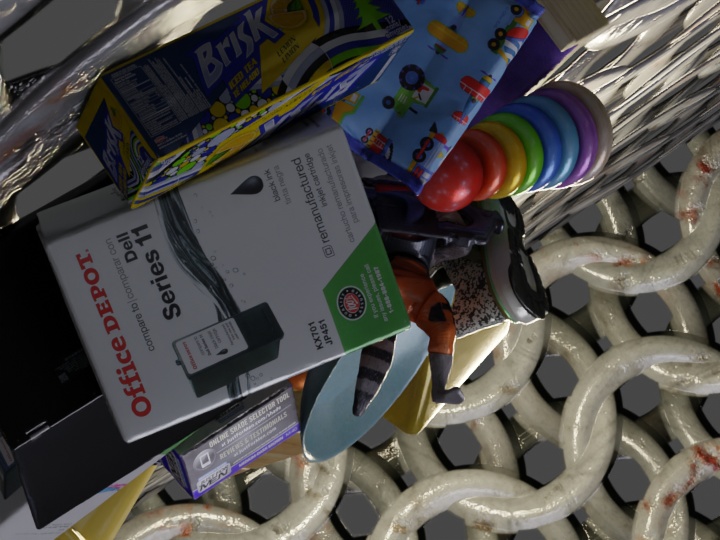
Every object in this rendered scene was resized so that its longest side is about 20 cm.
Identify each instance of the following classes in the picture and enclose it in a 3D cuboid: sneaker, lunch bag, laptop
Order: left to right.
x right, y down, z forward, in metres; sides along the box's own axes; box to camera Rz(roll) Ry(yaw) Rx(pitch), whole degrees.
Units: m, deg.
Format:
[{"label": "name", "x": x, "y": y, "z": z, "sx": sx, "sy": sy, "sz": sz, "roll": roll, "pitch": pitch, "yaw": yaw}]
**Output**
[{"label": "laptop", "x": -0.184, "y": 0.050, "z": 1.203, "sx": 0.187, "sy": 0.200, "sz": 0.116, "roll": -32, "pitch": -172, "yaw": -20}, {"label": "lunch bag", "x": 0.044, "y": -0.144, "z": 1.236, "sx": 0.151, "sy": 0.094, "sz": 0.200, "roll": -56, "pitch": -178, "yaw": 5}, {"label": "sneaker", "x": 0.083, "y": -0.023, "z": 1.382, "sx": 0.088, "sy": 0.077, "sz": 0.200, "roll": -27, "pitch": -143, "yaw": 14}]

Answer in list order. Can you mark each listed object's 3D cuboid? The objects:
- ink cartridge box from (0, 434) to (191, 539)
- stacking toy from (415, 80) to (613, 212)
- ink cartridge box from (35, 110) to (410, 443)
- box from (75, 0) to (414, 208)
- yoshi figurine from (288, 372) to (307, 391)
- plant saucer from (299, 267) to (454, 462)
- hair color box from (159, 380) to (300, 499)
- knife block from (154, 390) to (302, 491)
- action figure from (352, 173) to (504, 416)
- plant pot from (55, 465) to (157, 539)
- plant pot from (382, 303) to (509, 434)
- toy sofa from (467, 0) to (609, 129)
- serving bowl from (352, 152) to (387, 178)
[{"label": "ink cartridge box", "x": -0.235, "y": 0.107, "z": 1.354, "sx": 0.200, "sy": 0.146, "sz": 0.087, "roll": -38, "pitch": 153, "yaw": 29}, {"label": "stacking toy", "x": 0.109, "y": -0.089, "z": 1.318, "sx": 0.200, "sy": 0.086, "sz": 0.085, "roll": -20, "pitch": 164, "yaw": -50}, {"label": "ink cartridge box", "x": -0.088, "y": 0.001, "z": 1.105, "sx": 0.199, "sy": 0.147, "sz": 0.083, "roll": -22, "pitch": -163, "yaw": -7}, {"label": "box", "x": -0.068, "y": -0.117, "z": 1.051, "sx": 0.200, "sy": 0.064, "sz": 0.070, "roll": -30, "pitch": 171, "yaw": -30}, {"label": "yoshi figurine", "x": 0.003, "y": 0.022, "z": 1.577, "sx": 0.200, "sy": 0.112, "sz": 0.112, "roll": -45, "pitch": 163, "yaw": 16}, {"label": "plant saucer", "x": 0.004, "y": 0.070, "z": 1.463, "sx": 0.201, "sy": 0.039, "sz": 0.201, "roll": -46, "pitch": 159, "yaw": -24}, {"label": "hair color box", "x": -0.152, "y": 0.083, "z": 1.425, "sx": 0.109, "sy": 0.200, "sz": 0.065, "roll": -32, "pitch": 138, "yaw": -21}, {"label": "knife block", "x": -0.138, "y": 0.120, "z": 1.538, "sx": 0.199, "sy": 0.064, "sz": 0.176, "roll": -17, "pitch": 147, "yaw": 0}, {"label": "action figure", "x": 0.000, "y": 0.000, "z": 1.302, "sx": 0.105, "sy": 0.199, "sz": 0.194, "roll": 110, "pitch": -10, "yaw": -49}, {"label": "plant pot", "x": -0.292, "y": 0.194, "z": 1.620, "sx": 0.189, "sy": 0.201, "sz": 0.201, "roll": -49, "pitch": 178, "yaw": -20}, {"label": "plant pot", "x": 0.048, "y": 0.011, "z": 1.836, "sx": 0.200, "sy": 0.200, "sz": 0.177, "roll": -45, "pitch": 161, "yaw": -37}, {"label": "toy sofa", "x": 0.098, "y": -0.164, "z": 1.405, "sx": 0.097, "sy": 0.083, "sz": 0.200, "roll": -30, "pitch": 171, "yaw": -41}, {"label": "serving bowl", "x": -0.020, "y": -0.030, "z": 1.421, "sx": 0.200, "sy": 0.066, "sz": 0.201, "roll": -35, "pitch": 139, "yaw": -36}]
